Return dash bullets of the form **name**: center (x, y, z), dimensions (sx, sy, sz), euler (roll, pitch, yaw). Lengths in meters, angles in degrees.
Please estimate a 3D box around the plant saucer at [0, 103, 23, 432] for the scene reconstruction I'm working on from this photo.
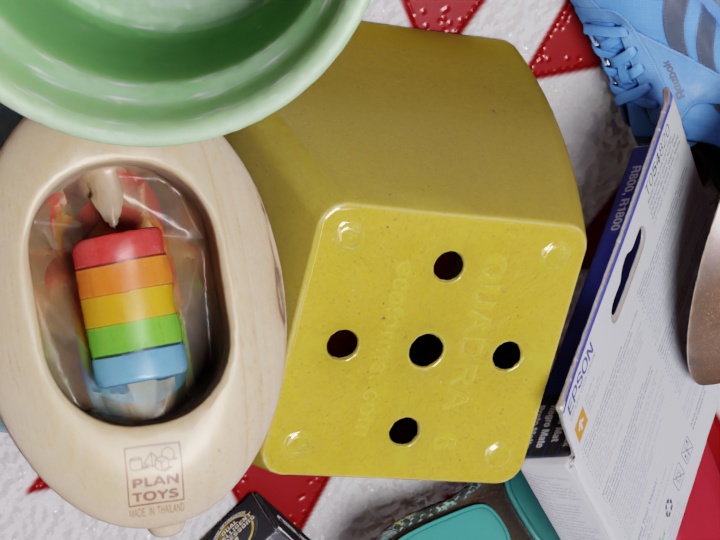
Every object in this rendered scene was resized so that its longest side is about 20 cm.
- **plant saucer**: center (-0.165, -0.021, 1.033), dimensions (0.200, 0.039, 0.202), euler (3, 110, 9)

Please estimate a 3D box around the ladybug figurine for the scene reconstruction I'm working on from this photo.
- **ladybug figurine**: center (-0.103, 0.017, 0.957), dimensions (0.135, 0.072, 0.201), euler (-6, 89, -11)

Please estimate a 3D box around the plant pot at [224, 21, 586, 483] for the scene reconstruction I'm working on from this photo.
- **plant pot**: center (0.000, 0.000, 1.059), dimensions (0.199, 0.176, 0.201), euler (5, 112, -23)

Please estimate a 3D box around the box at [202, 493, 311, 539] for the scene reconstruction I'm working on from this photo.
- **box**: center (-0.048, 0.242, 1.234), dimensions (0.161, 0.049, 0.200), euler (-45, 123, 1)

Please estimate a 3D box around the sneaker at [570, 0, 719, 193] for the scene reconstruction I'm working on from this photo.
- **sneaker**: center (0.154, -0.108, 1.128), dimensions (0.200, 0.066, 0.079), euler (36, 87, -34)

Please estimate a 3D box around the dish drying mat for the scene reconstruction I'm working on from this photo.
- **dish drying mat**: center (0.181, 0.114, 1.258), dimensions (0.077, 0.018, 0.200), euler (-59, 134, -41)

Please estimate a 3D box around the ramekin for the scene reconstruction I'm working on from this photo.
- **ramekin**: center (-0.084, -0.159, 0.877), dimensions (0.199, 0.098, 0.201), euler (2, 111, 4)

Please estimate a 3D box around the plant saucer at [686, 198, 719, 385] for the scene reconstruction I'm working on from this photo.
- **plant saucer**: center (0.227, -0.028, 1.148), dimensions (0.200, 0.032, 0.201), euler (-47, 149, -40)

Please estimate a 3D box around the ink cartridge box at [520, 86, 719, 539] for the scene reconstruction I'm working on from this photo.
- **ink cartridge box**: center (0.138, 0.041, 1.122), dimensions (0.200, 0.040, 0.200), euler (-66, 148, -29)

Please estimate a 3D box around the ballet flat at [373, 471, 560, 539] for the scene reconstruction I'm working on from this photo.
- **ballet flat**: center (0.074, 0.149, 1.226), dimensions (0.199, 0.074, 0.075), euler (-14, 120, -34)
